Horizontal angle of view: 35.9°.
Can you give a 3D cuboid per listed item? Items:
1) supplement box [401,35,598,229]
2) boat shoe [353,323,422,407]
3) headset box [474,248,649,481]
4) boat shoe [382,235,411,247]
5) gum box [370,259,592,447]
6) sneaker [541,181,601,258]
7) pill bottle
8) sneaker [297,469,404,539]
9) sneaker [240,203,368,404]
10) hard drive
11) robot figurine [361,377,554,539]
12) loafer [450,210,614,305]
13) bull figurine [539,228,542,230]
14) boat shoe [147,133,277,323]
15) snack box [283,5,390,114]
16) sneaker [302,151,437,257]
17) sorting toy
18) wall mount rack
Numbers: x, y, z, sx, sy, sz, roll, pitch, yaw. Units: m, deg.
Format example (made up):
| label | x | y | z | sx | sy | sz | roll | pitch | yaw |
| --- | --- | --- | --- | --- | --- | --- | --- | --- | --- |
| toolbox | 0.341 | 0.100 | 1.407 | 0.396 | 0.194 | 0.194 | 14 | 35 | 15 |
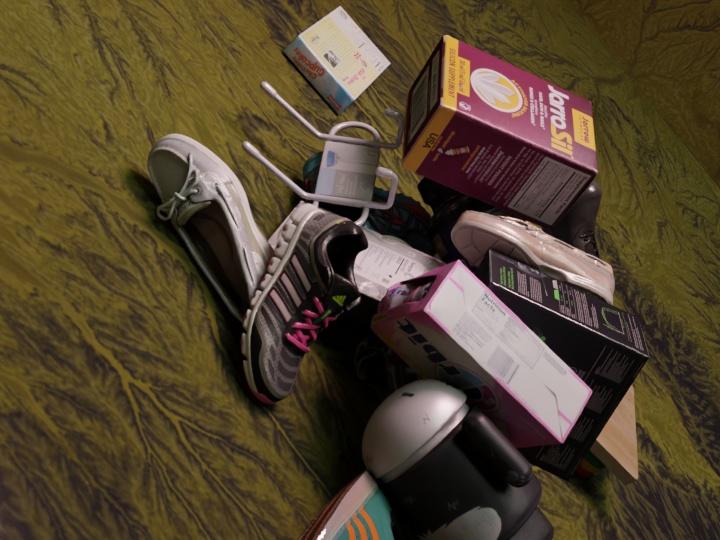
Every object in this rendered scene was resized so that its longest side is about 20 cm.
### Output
| label | x | y | z | sx | sy | sz | roll | pitch | yaw |
| --- | --- | --- | --- | --- | --- | --- | --- | --- | --- |
| supplement box | 0.156 | -0.154 | 1.252 | 0.198 | 0.103 | 0.132 | 20 | 45 | -16 |
| boat shoe | 0.025 | 0.094 | 1.183 | 0.067 | 0.072 | 0.201 | -1 | 41 | -19 |
| headset box | 0.175 | 0.098 | 1.188 | 0.198 | 0.175 | 0.093 | 24 | 24 | -5 |
| boat shoe | 0.075 | 0.018 | 1.337 | 0.199 | 0.074 | 0.061 | 27 | 43 | -46 |
| gum box | 0.110 | 0.082 | 1.069 | 0.200 | 0.113 | 0.066 | 44 | 64 | -12 |
| sneaker | 0.258 | -0.011 | 1.330 | 0.075 | 0.202 | 0.091 | -15 | 40 | -38 |
| pill bottle | 0.147 | -0.030 | 1.308 | 0.111 | 0.111 | 0.202 | -9 | 69 | -58 |
| sneaker | -0.011 | 0.245 | 0.947 | 0.080 | 0.071 | 0.200 | 48 | 26 | 2 |
| sneaker | -0.047 | 0.031 | 1.051 | 0.074 | 0.087 | 0.202 | 44 | 58 | -51 |
| hard drive | 0.000 | 0.000 | 1.195 | 0.198 | 0.038 | 0.140 | 25 | 30 | 5 |
| robot figurine | 0.091 | 0.196 | 1.044 | 0.200 | 0.150 | 0.125 | 50 | 14 | 1 |
| loafer | 0.192 | -0.016 | 1.225 | 0.199 | 0.072 | 0.063 | 28 | 54 | -9 |
| bull figurine | 0.209 | 0.000 | 1.441 | 0.198 | 0.123 | 0.065 | 11 | 8 | 9 |
| boat shoe | -0.145 | -0.041 | 1.080 | 0.203 | 0.074 | 0.065 | 59 | 28 | -4 |
| snack box | -0.030 | -0.304 | 1.589 | 0.116 | 0.037 | 0.200 | 48 | 28 | -7 |
| sneaker | 0.008 | -0.053 | 1.332 | 0.199 | 0.079 | 0.096 | 30 | 40 | -19 |
| sorting toy | 0.274 | 0.165 | 1.467 | 0.200 | 0.069 | 0.199 | 44 | 29 | -15 |
| wall mount rack | -0.040 | -0.137 | 1.254 | 0.172 | 0.075 | 0.201 | 8 | 43 | 0 |
